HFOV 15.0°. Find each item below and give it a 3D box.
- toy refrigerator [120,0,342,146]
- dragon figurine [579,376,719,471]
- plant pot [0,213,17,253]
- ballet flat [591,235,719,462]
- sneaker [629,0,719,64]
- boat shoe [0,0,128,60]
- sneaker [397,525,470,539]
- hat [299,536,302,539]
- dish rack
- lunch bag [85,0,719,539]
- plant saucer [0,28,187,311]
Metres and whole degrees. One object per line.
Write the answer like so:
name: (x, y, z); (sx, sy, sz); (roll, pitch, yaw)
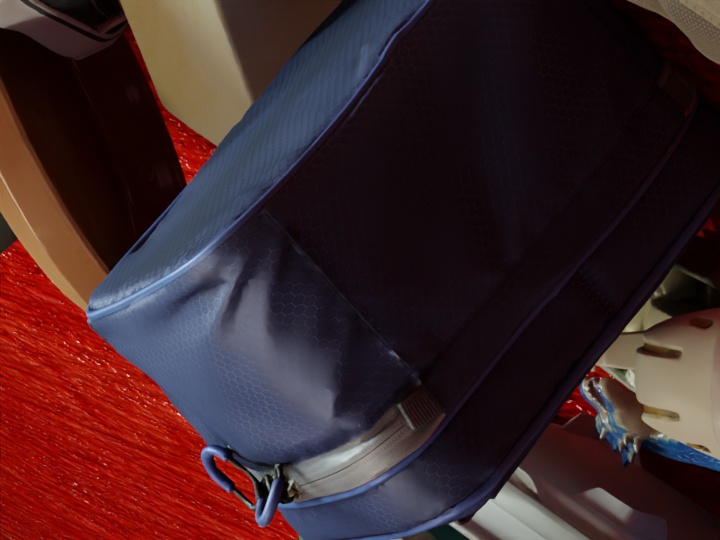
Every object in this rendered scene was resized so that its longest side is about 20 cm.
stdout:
toy refrigerator: (-0.045, -0.121, 0.935); (0.070, 0.076, 0.200); (35, 163, 25)
dragon figurine: (0.170, 0.090, 0.992); (0.200, 0.059, 0.099); (42, 164, 4)
plant pot: (-0.215, -0.113, 1.204); (0.200, 0.200, 0.135); (39, 129, 13)
ballet flat: (0.110, 0.032, 0.883); (0.200, 0.063, 0.068); (-132, 43, -75)
sneaker: (0.053, -0.113, 0.734); (0.200, 0.070, 0.076); (41, 165, 8)
boat shoe: (-0.104, -0.130, 1.048); (0.199, 0.068, 0.074); (13, -123, -79)
sneaker: (0.068, 0.162, 1.045); (0.200, 0.080, 0.071); (52, 125, 12)
hat: (0.092, 0.110, 1.219); (0.175, 0.167, 0.200); (-1, 172, 25)
dish rack: (0.094, 0.095, 1.090); (0.171, 0.044, 0.200); (34, -170, 37)
lunch bag: (0.020, -0.002, 0.859); (0.132, 0.200, 0.136); (44, 159, -12)
plant saucer: (-0.122, -0.063, 1.093); (0.201, 0.032, 0.201); (61, -167, -25)
